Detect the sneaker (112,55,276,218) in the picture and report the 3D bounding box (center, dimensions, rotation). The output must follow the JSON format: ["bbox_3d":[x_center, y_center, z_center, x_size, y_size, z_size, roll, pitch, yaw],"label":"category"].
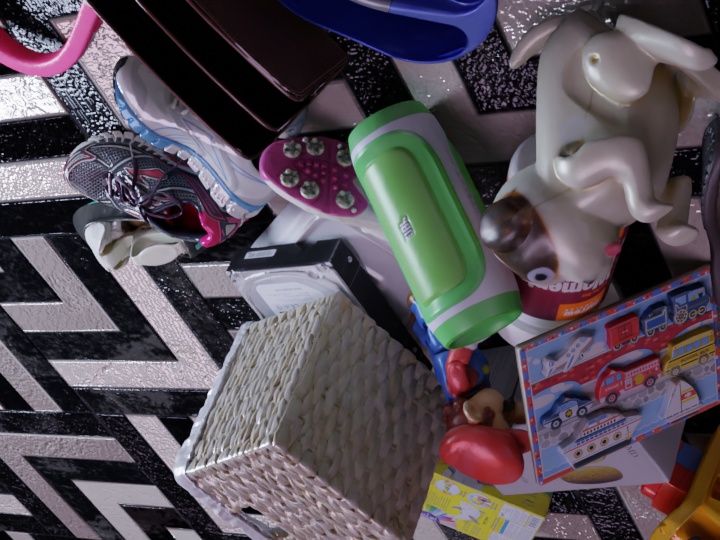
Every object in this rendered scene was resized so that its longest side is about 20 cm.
[{"bbox_3d":[-0.138,-0.136,1.319,0.086,0.075,0.200,-28,125,37],"label":"sneaker"}]

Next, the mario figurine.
[{"bbox_3d":[0.114,0.104,1.332,0.106,0.201,0.123,-36,147,26],"label":"mario figurine"}]

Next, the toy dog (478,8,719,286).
[{"bbox_3d":[0.165,-0.083,1.057,0.193,0.201,0.139,27,-175,22],"label":"toy dog"}]

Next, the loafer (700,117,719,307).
[{"bbox_3d":[0.314,-0.048,1.155,0.070,0.074,0.201,-2,142,18],"label":"loafer"}]

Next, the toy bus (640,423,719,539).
[{"bbox_3d":[0.347,0.251,1.405,0.191,0.201,0.136,27,145,11],"label":"toy bus"}]

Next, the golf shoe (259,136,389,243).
[{"bbox_3d":[0.001,-0.061,1.303,0.198,0.076,0.092,17,155,-4],"label":"golf shoe"}]

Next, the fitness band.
[{"bbox_3d":[-0.299,-0.253,1.284,0.143,0.038,0.200,32,143,-9],"label":"fitness band"}]

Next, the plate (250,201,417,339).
[{"bbox_3d":[0.000,0.000,1.429,0.199,0.032,0.200,32,145,-10],"label":"plate"}]

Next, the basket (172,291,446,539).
[{"bbox_3d":[-0.039,0.162,1.399,0.198,0.201,0.160,41,141,-22],"label":"basket"}]

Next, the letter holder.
[{"bbox_3d":[-0.126,-0.187,1.109,0.200,0.142,0.101,45,115,-4],"label":"letter holder"}]

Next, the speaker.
[{"bbox_3d":[0.062,-0.039,1.209,0.088,0.088,0.201,-45,66,53],"label":"speaker"}]

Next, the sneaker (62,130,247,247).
[{"bbox_3d":[-0.206,-0.080,1.404,0.198,0.075,0.081,14,128,19],"label":"sneaker"}]

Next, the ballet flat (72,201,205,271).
[{"bbox_3d":[-0.237,-0.037,1.494,0.198,0.069,0.068,-3,135,35],"label":"ballet flat"}]

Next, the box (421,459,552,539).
[{"bbox_3d":[0.116,0.258,1.678,0.198,0.049,0.118,20,145,3],"label":"box"}]

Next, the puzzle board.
[{"bbox_3d":[0.235,0.095,1.267,0.017,0.198,0.152,-134,27,-56],"label":"puzzle board"}]

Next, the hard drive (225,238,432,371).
[{"bbox_3d":[-0.031,0.052,1.456,0.139,0.038,0.200,-4,137,36],"label":"hard drive"}]

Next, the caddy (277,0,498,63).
[{"bbox_3d":[0.013,-0.233,1.056,0.198,0.105,0.142,23,144,3],"label":"caddy"}]

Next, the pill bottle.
[{"bbox_3d":[0.168,-0.020,1.233,0.109,0.110,0.201,18,144,10],"label":"pill bottle"}]

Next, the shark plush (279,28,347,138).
[{"bbox_3d":[-0.051,-0.192,1.221,0.083,0.091,0.201,16,127,-21],"label":"shark plush"}]

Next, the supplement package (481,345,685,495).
[{"bbox_3d":[0.207,0.141,1.415,0.199,0.110,0.114,-13,131,41],"label":"supplement package"}]
